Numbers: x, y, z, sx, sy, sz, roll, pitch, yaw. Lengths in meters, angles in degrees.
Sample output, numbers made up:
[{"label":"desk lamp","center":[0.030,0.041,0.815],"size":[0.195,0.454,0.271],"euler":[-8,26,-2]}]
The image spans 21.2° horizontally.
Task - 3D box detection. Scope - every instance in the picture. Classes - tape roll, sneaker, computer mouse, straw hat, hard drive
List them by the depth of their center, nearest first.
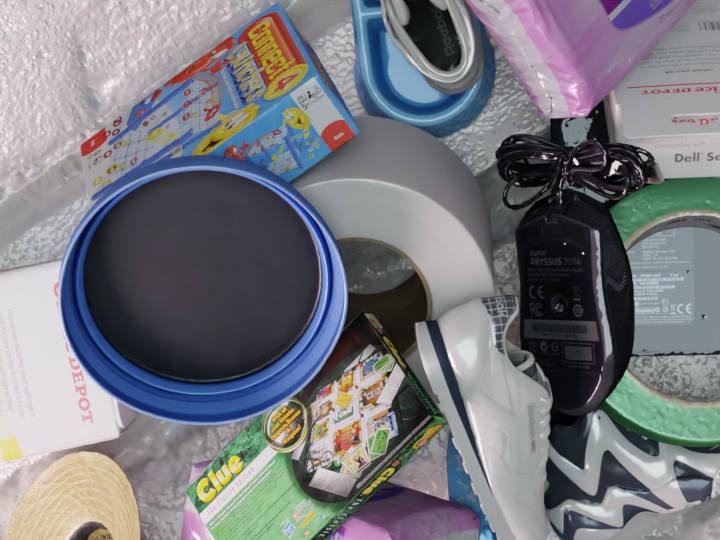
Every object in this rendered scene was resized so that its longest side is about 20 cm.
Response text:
[{"label":"sneaker","center":[0.105,0.114,1.369],"size":[0.080,0.076,0.200],"euler":[-22,113,0]},{"label":"computer mouse","center":[0.162,0.003,1.375],"size":[0.138,0.053,0.201],"euler":[7,102,45]},{"label":"sneaker","center":[0.035,-0.225,1.394],"size":[0.074,0.116,0.200],"euler":[-27,91,6]},{"label":"tape roll","center":[0.000,0.000,1.434],"size":[0.202,0.139,0.203],"euler":[1,114,2]},{"label":"tape roll","center":[0.252,0.031,1.443],"size":[0.200,0.048,0.201],"euler":[0,81,2]},{"label":"sneaker","center":[0.219,0.118,1.487],"size":[0.199,0.080,0.130],"euler":[-24,101,14]},{"label":"hard drive","center":[0.220,-0.034,1.501],"size":[0.139,0.033,0.201],"euler":[-1,94,3]},{"label":"straw hat","center":[-0.204,0.250,1.513],"size":[0.085,0.201,0.201],"euler":[23,96,-40]}]

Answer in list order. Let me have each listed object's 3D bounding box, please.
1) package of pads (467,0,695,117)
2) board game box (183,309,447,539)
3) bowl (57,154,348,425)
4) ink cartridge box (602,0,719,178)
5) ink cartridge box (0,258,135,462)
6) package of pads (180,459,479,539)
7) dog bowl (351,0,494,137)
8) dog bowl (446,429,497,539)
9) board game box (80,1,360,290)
[{"label":"package of pads","center":[0.173,-0.216,1.361],"size":[0.200,0.076,0.121],"euler":[-46,119,-19]},{"label":"board game box","center":[-0.035,0.133,1.372],"size":[0.200,0.023,0.105],"euler":[-45,62,20]},{"label":"bowl","center":[-0.109,0.012,1.337],"size":[0.200,0.039,0.201],"euler":[-2,116,-4]},{"label":"ink cartridge box","center":[0.239,-0.126,1.410],"size":[0.117,0.200,0.067],"euler":[-2,125,4]},{"label":"ink cartridge box","center":[-0.289,0.076,1.509],"size":[0.199,0.083,0.146],"euler":[-11,93,4]},{"label":"package of pads","center":[-0.023,0.194,1.443],"size":[0.200,0.120,0.076],"euler":[13,98,35]},{"label":"dog bowl","center":[0.043,-0.202,1.484],"size":[0.111,0.050,0.201],"euler":[-7,94,3]},{"label":"dog bowl","center":[0.105,0.199,1.489],"size":[0.049,0.111,0.201],"euler":[-3,94,17]},{"label":"board game box","center":[-0.110,-0.098,1.429],"size":[0.196,0.200,0.056],"euler":[-36,115,4]}]
